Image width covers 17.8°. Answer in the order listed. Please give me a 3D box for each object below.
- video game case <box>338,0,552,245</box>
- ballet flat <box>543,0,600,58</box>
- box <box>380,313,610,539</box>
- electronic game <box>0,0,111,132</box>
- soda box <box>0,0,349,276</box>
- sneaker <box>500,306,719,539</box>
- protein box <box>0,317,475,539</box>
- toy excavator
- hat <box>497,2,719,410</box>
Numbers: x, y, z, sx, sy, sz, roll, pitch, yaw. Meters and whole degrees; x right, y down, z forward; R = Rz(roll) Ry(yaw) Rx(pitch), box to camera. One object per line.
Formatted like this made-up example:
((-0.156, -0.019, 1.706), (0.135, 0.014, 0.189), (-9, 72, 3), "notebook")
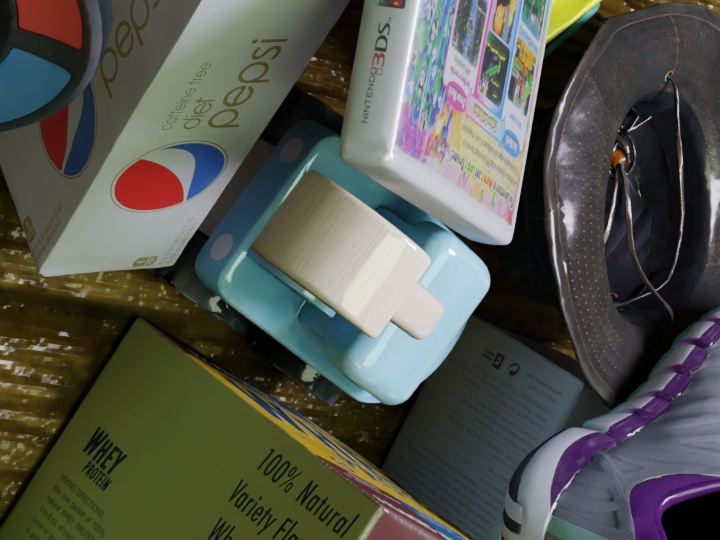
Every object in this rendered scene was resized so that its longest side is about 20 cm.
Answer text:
((0.042, -0.112, 0.848), (0.200, 0.024, 0.183), (25, 74, -74), "video game case")
((0.096, -0.143, 1.000), (0.200, 0.067, 0.067), (-35, 111, -16), "ballet flat")
((0.071, 0.140, 1.080), (0.124, 0.097, 0.201), (24, 95, -39), "box")
((-0.177, -0.110, 0.756), (0.200, 0.199, 0.042), (46, 51, -38), "electronic game")
((-0.070, -0.079, 0.844), (0.063, 0.068, 0.200), (-5, 150, -32), "soda box")
((0.150, 0.082, 0.971), (0.200, 0.087, 0.075), (-34, 136, -36), "sneaker")
((-0.055, 0.163, 0.941), (0.135, 0.198, 0.201), (33, 89, -39), "protein box")
((0.000, 0.000, 0.904), (0.100, 0.200, 0.194), (-54, 131, -4), "toy excavator")
((0.110, -0.026, 1.034), (0.200, 0.081, 0.202), (0, 90, -53), "hat")
